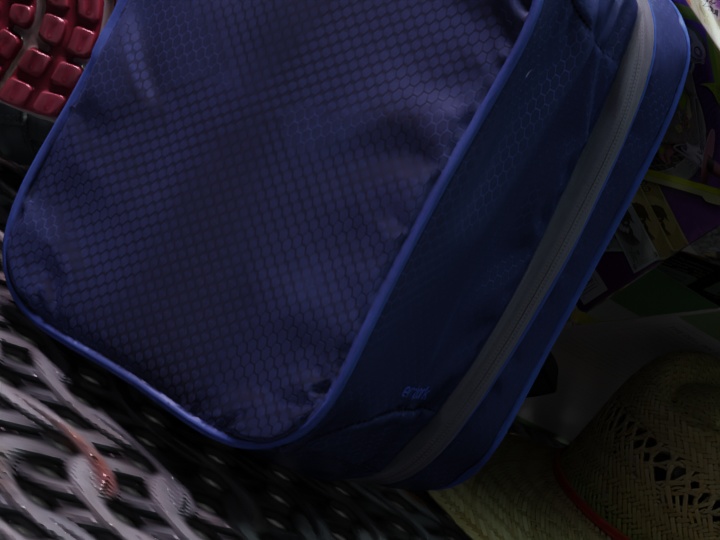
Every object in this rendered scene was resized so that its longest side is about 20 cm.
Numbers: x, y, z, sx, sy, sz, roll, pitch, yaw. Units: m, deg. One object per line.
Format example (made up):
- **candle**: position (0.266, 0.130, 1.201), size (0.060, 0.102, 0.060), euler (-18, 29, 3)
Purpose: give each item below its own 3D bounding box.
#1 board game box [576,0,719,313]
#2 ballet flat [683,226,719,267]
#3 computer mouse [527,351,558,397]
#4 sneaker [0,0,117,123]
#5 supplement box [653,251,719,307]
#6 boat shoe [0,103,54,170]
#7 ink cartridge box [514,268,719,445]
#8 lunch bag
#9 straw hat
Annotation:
- **board game box**: position (0.058, -0.095, 0.725), size (0.032, 0.120, 0.201), euler (-32, 87, -34)
- **ballet flat**: position (0.097, -0.061, 0.783), size (0.201, 0.072, 0.072), euler (57, 10, -2)
- **computer mouse**: position (0.000, 0.000, 0.825), size (0.200, 0.046, 0.141), euler (45, -7, 27)
- **sneaker**: position (-0.123, -0.099, 0.754), size (0.198, 0.081, 0.075), euler (18, 3, 18)
- **supplement box**: position (0.148, -0.036, 0.939), size (0.196, 0.134, 0.200), euler (19, -19, -15)
- **boat shoe**: position (-0.097, -0.076, 0.859), size (0.061, 0.074, 0.200), euler (-1, 15, 3)
- **ink cartridge box**: position (0.132, 0.031, 0.862), size (0.145, 0.048, 0.199), euler (27, -27, -35)
- **lunch bag**: position (0.005, -0.041, 0.665), size (0.135, 0.201, 0.132), euler (32, 5, 29)
- **straw hat**: position (0.117, 0.077, 0.787), size (0.200, 0.085, 0.201), euler (32, 10, -7)
